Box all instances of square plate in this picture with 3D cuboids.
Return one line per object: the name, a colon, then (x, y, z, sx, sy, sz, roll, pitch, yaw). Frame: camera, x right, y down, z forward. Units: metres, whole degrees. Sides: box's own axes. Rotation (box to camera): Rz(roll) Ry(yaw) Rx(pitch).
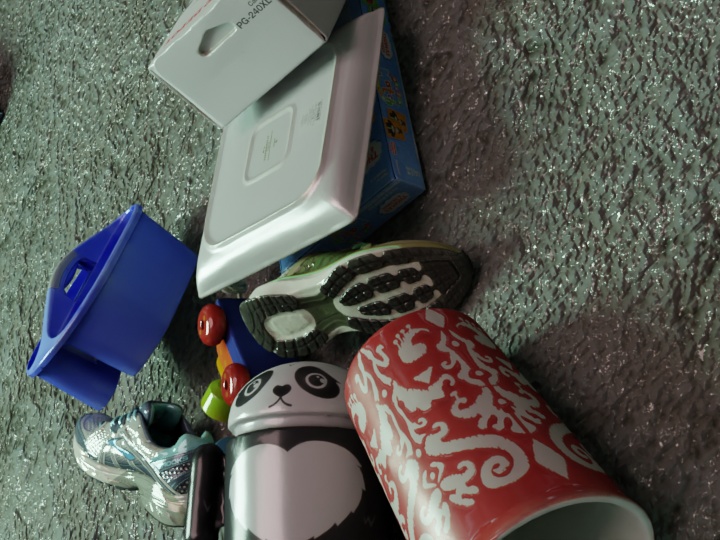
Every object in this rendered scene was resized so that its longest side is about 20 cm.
square plate: (-0.063, -0.096, 1.058, 0.197, 0.028, 0.201, -26, 47, 44)

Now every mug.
mug: (0.061, 0.140, 0.828, 0.178, 0.133, 0.200, -57, 37, 20)

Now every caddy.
caddy: (-0.235, 0.027, 1.217, 0.141, 0.105, 0.201, -44, 19, 37)

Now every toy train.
toy train: (-0.105, 0.075, 1.113, 0.201, 0.084, 0.116, 61, 139, 44)

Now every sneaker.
sneaker: (0.000, 0.000, 1.004, 0.199, 0.077, 0.089, -13, 34, 34)
sneaker: (-0.185, 0.150, 1.175, 0.199, 0.077, 0.087, 18, 110, 44)

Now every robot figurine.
robot figurine: (-0.037, 0.165, 0.946, 0.125, 0.149, 0.202, -34, 52, 57)

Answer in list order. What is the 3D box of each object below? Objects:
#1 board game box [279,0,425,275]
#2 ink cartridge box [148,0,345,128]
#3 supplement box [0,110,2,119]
board game box: (-0.023, -0.114, 1.097, 0.151, 0.036, 0.201, -38, 49, 39)
ink cartridge box: (-0.074, -0.232, 1.097, 0.145, 0.083, 0.201, -33, 26, 40)
supplement box: (-0.573, -0.160, 1.767, 0.201, 0.109, 0.109, -60, 39, 18)
